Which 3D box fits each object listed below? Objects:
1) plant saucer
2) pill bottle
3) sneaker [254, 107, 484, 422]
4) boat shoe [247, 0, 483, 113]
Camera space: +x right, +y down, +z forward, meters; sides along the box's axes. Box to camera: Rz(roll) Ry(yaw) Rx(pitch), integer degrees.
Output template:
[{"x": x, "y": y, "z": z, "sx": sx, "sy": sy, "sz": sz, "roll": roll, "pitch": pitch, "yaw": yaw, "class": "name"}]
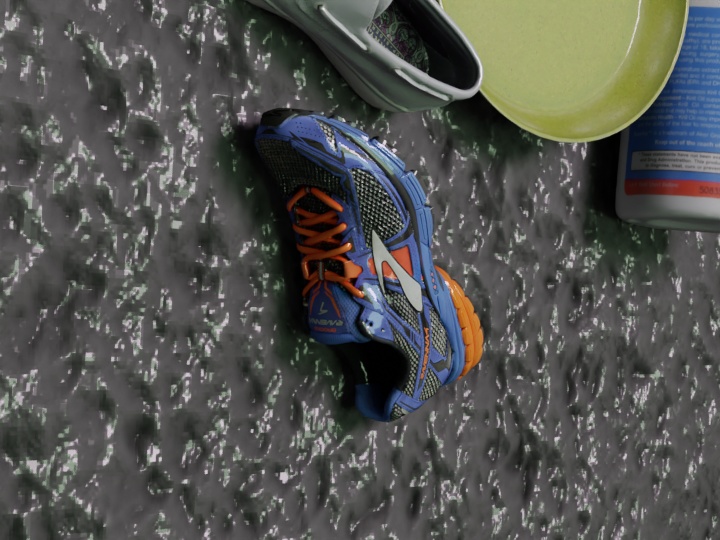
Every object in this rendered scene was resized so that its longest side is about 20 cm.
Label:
[{"x": 0.115, "y": -0.176, "z": 1.003, "sx": 0.199, "sy": 0.031, "sz": 0.202, "roll": 0, "pitch": 90, "yaw": -35, "class": "plant saucer"}, {"x": 0.227, "y": -0.128, "z": 1.095, "sx": 0.112, "sy": 0.112, "sz": 0.201, "roll": 7, "pitch": 87, "yaw": -48, "class": "pill bottle"}, {"x": 0.000, "y": 0.000, "z": 0.878, "sx": 0.079, "sy": 0.075, "sz": 0.201, "roll": -50, "pitch": 125, "yaw": -30, "class": "sneaker"}, {"x": -0.007, "y": -0.145, "z": 0.865, "sx": 0.200, "sy": 0.068, "sz": 0.072, "roll": 47, "pitch": 59, "yaw": -39, "class": "boat shoe"}]
